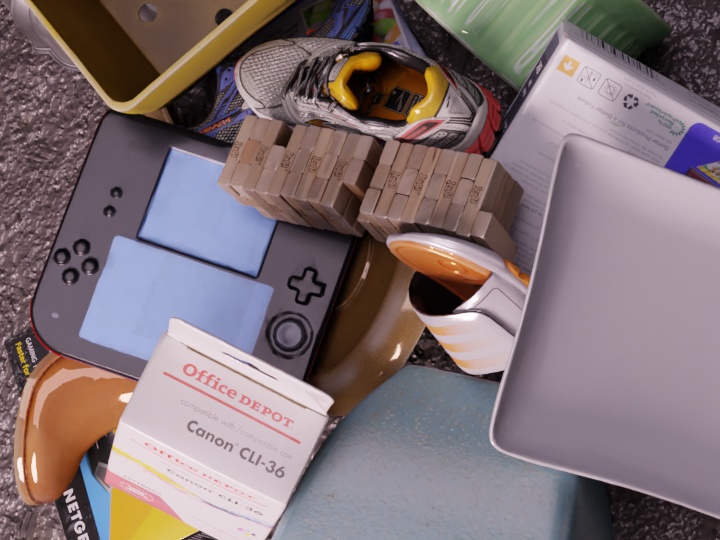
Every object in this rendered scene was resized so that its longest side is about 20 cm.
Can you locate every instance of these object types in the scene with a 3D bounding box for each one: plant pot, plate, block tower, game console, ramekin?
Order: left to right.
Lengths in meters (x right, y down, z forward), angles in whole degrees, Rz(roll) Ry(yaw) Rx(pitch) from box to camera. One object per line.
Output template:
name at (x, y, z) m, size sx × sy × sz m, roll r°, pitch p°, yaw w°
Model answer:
plant pot at (-0.137, -0.230, 1.271) m, size 0.200 × 0.176 × 0.200 m, roll -40°, pitch 82°, yaw 0°
game console at (-0.112, -0.003, 1.222) m, size 0.199 × 0.031 × 0.178 m, roll 18°, pitch 85°, yaw 8°
plant pot at (0.000, 0.000, 1.235) m, size 0.200 × 0.027 × 0.201 m, roll -45°, pitch 33°, yaw 41°
block tower at (0.009, -0.053, 1.153) m, size 0.199 × 0.054 × 0.058 m, roll 14°, pitch 75°, yaw 30°
plant pot at (0.067, 0.178, 1.151) m, size 0.195 × 0.196 × 0.201 m, roll 11°, pitch 69°, yaw 23°
ramekin at (0.107, -0.194, 1.225) m, size 0.098 × 0.200 × 0.200 m, roll -48°, pitch 66°, yaw 11°
plate at (0.184, 0.040, 1.101) m, size 0.199 × 0.032 × 0.200 m, roll 18°, pitch 77°, yaw -16°

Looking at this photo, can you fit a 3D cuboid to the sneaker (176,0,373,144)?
sneaker at (-0.065, -0.132, 1.280) m, size 0.078 × 0.075 × 0.200 m, roll 41°, pitch 82°, yaw 10°

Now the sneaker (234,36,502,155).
sneaker at (-0.005, -0.125, 1.178) m, size 0.199 × 0.082 × 0.078 m, roll 12°, pitch 78°, yaw 35°

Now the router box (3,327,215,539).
router box at (-0.164, 0.113, 1.321) m, size 0.149 × 0.051 × 0.201 m, roll -26°, pitch 69°, yaw 10°

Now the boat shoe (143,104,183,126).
boat shoe at (-0.110, -0.056, 1.340) m, size 0.066 × 0.074 × 0.201 m, roll -28°, pitch 78°, yaw 8°

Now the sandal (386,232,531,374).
sandal at (0.095, 0.045, 1.128) m, size 0.079 × 0.206 × 0.059 m, roll -1°, pitch 58°, yaw 58°

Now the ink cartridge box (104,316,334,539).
ink cartridge box at (-0.092, 0.108, 1.125) m, size 0.116 × 0.200 × 0.068 m, roll 26°, pitch 67°, yaw 0°

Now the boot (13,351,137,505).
boot at (-0.148, 0.088, 1.264) m, size 0.155 × 0.077 × 0.201 m, roll 17°, pitch 74°, yaw 15°

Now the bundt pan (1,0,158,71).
bundt pan at (-0.213, -0.264, 1.426) m, size 0.201 × 0.076 × 0.203 m, roll -5°, pitch 75°, yaw 20°

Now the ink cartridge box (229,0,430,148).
ink cartridge box at (-0.019, -0.163, 1.347) m, size 0.119 × 0.042 × 0.200 m, roll -33°, pitch 66°, yaw 9°

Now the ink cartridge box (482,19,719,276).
ink cartridge box at (0.167, -0.031, 1.174) m, size 0.198 × 0.043 × 0.200 m, roll 28°, pitch 114°, yaw -7°
